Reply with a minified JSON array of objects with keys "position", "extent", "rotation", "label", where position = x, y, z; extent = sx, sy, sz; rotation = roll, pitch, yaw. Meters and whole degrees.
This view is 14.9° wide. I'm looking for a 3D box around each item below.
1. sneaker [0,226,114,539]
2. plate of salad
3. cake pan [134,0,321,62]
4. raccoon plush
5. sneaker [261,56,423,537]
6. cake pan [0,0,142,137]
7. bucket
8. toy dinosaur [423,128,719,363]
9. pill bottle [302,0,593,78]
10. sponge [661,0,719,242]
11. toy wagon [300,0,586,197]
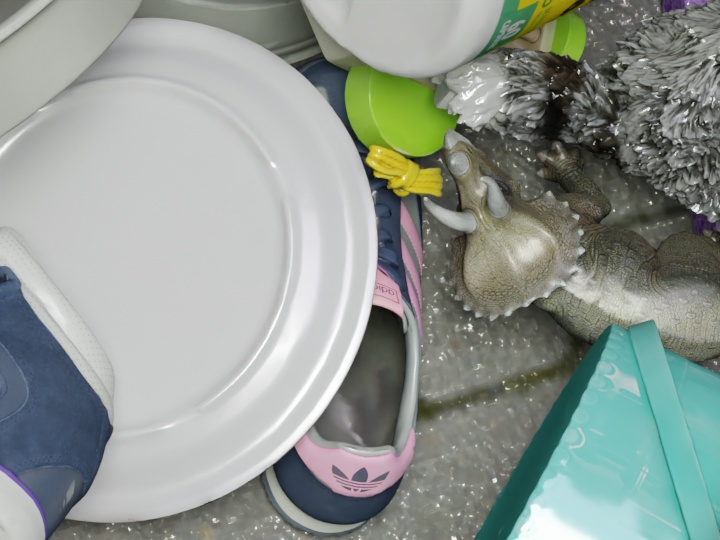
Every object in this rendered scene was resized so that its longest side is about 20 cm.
[{"position":[-0.181,0.024,0.985],"extent":[0.200,0.081,0.147],"rotation":[30,34,-6],"label":"sneaker"},{"position":[-0.088,0.000,1.070],"extent":[0.200,0.048,0.200],"rotation":[-4,74,13],"label":"plate of salad"},{"position":[-0.061,-0.182,1.148],"extent":[0.200,0.037,0.201],"rotation":[5,72,-14],"label":"cake pan"},{"position":[0.144,-0.093,1.073],"extent":[0.200,0.134,0.097],"rotation":[4,34,-35],"label":"raccoon plush"},{"position":[0.000,0.000,1.091],"extent":[0.070,0.082,0.200],"rotation":[2,72,-15],"label":"sneaker"},{"position":[-0.162,-0.081,1.026],"extent":[0.200,0.200,0.037],"rotation":[-42,115,-22],"label":"cake pan"},{"position":[0.109,0.126,1.022],"extent":[0.135,0.207,0.207],"rotation":[29,68,1],"label":"bucket"},{"position":[0.108,0.006,1.098],"extent":[0.200,0.077,0.102],"rotation":[24,27,-9],"label":"toy dinosaur"},{"position":[0.073,-0.157,1.052],"extent":[0.200,0.113,0.113],"rotation":[-29,82,-36],"label":"pill bottle"},{"position":[0.190,-0.088,1.200],"extent":[0.111,0.030,0.200],"rotation":[-1,74,-16],"label":"sponge"},{"position":[0.026,-0.126,1.110],"extent":[0.155,0.040,0.200],"rotation":[22,74,-35],"label":"toy wagon"}]
